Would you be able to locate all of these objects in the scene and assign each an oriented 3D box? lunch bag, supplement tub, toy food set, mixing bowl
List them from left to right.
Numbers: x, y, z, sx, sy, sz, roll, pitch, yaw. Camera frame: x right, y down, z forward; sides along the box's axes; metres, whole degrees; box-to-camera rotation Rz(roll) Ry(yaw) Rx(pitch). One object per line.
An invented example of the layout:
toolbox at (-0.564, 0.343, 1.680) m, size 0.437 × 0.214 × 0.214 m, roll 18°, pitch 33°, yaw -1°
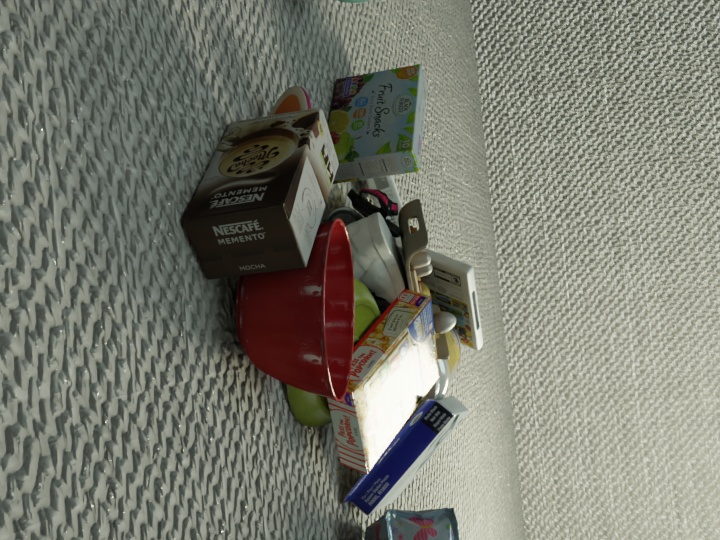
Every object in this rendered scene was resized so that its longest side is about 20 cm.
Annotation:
mixing bowl at (-0.073, 0.044, 1.090) m, size 0.200 × 0.108 × 0.200 m, roll -1°, pitch 90°, yaw -82°
supplement tub at (0.075, 0.147, 1.554) m, size 0.200 × 0.145 × 0.146 m, roll -40°, pitch 122°, yaw -72°
lunch bag at (0.069, 0.443, 1.378) m, size 0.170 × 0.127 × 0.200 m, roll 116°, pitch -29°, yaw -66°
toy food set at (0.099, 0.012, 1.449) m, size 0.144 × 0.060 × 0.200 m, roll -95°, pitch 174°, yaw -59°

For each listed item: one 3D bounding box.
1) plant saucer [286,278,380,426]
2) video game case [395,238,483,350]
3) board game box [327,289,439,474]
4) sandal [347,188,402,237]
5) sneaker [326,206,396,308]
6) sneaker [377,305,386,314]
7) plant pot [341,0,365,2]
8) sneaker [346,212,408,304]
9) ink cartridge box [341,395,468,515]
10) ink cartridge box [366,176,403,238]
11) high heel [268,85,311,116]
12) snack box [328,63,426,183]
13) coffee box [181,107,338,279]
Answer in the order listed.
plant saucer at (-0.024, 0.109, 1.272) m, size 0.200 × 0.031 × 0.200 m, roll -34°, pitch 132°, yaw -50°
video game case at (0.107, 0.031, 1.628) m, size 0.023 × 0.200 × 0.182 m, roll -46°, pitch 141°, yaw -30°
board game box at (0.034, 0.144, 1.310) m, size 0.200 × 0.046 × 0.152 m, roll -47°, pitch 141°, yaw -40°
sandal at (0.023, -0.098, 1.467) m, size 0.075 × 0.045 × 0.200 m, roll 37°, pitch 7°, yaw -19°
sneaker at (0.002, -0.041, 1.508) m, size 0.146 × 0.077 × 0.202 m, roll -91°, pitch 158°, yaw -53°
sneaker at (-0.014, 0.072, 1.374) m, size 0.200 × 0.081 × 0.074 m, roll -34°, pitch 116°, yaw -73°
plant pot at (-0.013, -0.473, 1.377) m, size 0.161 × 0.200 × 0.201 m, roll 83°, pitch 7°, yaw -65°
sneaker at (0.000, 0.000, 1.398) m, size 0.200 × 0.115 × 0.074 m, roll 63°, pitch 14°, yaw -49°
ink cartridge box at (0.072, 0.272, 1.460) m, size 0.041 × 0.200 × 0.200 m, roll 41°, pitch 7°, yaw 16°
ink cartridge box at (0.040, -0.135, 1.715) m, size 0.200 × 0.047 × 0.160 m, roll -105°, pitch 175°, yaw -79°
high heel at (-0.075, -0.123, 1.234) m, size 0.096 × 0.067 × 0.200 m, roll 18°, pitch 71°, yaw -63°
snack box at (0.024, -0.226, 1.519) m, size 0.053 × 0.142 × 0.200 m, roll 68°, pitch 22°, yaw -46°
coffee box at (-0.101, -0.086, 1.056) m, size 0.200 × 0.113 × 0.080 m, roll -77°, pitch 156°, yaw -51°
